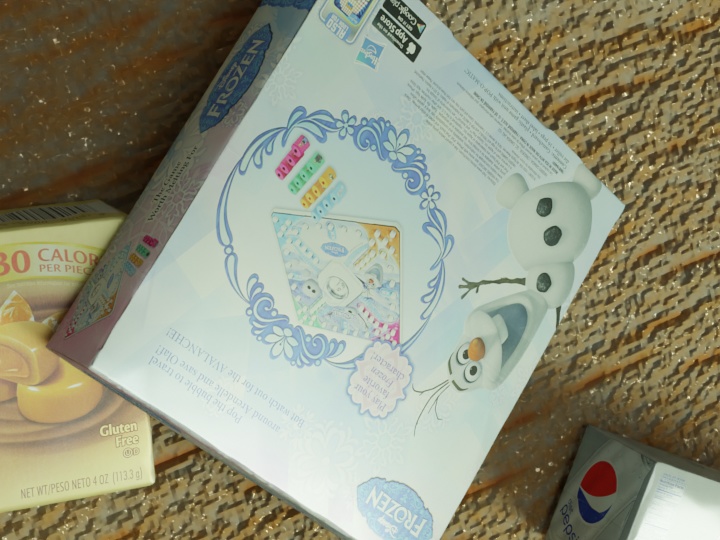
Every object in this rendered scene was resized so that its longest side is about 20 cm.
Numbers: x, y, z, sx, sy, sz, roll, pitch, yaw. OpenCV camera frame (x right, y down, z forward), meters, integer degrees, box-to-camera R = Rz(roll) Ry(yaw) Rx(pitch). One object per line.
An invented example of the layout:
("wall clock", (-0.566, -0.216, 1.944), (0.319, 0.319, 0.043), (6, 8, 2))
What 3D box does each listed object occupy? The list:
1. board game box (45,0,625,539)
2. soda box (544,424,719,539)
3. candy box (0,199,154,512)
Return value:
("board game box", (0.000, 0.000, 0.700), (0.200, 0.043, 0.199), (39, 75, -35))
("soda box", (0.196, 0.140, 0.823), (0.200, 0.068, 0.064), (20, 92, -24))
("candy box", (-0.187, 0.042, 0.655), (0.200, 0.055, 0.116), (-8, 102, -21))
